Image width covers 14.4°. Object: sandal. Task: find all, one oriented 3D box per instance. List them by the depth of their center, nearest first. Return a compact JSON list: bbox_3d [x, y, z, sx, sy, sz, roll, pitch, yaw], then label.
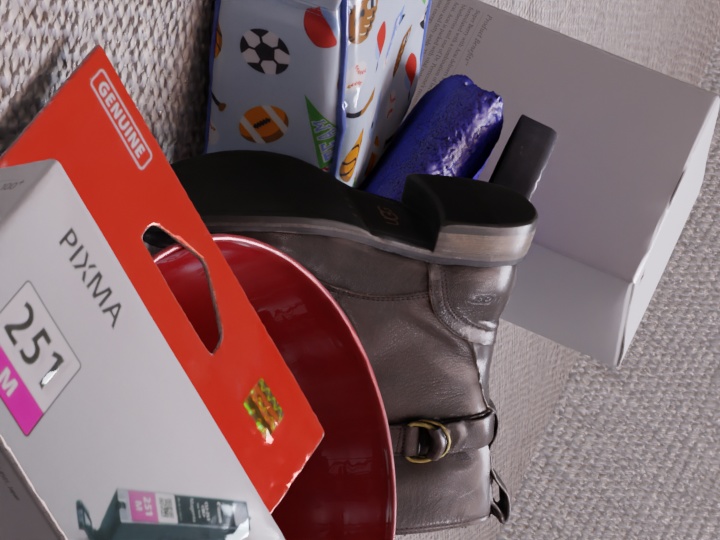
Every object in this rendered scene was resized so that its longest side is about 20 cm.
[{"bbox_3d":[0.035,0.011,1.367,0.076,0.043,0.201,-68,-178,-70],"label":"sandal"}]

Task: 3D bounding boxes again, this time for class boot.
[{"bbox_3d":[-0.016,0.043,1.263,0.069,0.199,0.175,-105,-156,-63],"label":"boot"}]

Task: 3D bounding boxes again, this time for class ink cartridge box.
[{"bbox_3d":[-0.080,0.042,1.047,0.174,0.043,0.200,-54,125,-40],"label":"ink cartridge box"}]

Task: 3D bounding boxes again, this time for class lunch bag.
[{"bbox_3d":[-0.012,-0.119,1.302,0.160,0.075,0.200,-61,167,-45],"label":"lunch bag"}]

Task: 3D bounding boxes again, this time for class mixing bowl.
[{"bbox_3d":[-0.087,0.089,1.151,0.200,0.108,0.201,10,78,-51],"label":"mixing bowl"}]

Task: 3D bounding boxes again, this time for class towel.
[{"bbox_3d":[0.000,0.000,1.371,0.200,0.049,0.148,-54,-176,-3],"label":"towel"}]

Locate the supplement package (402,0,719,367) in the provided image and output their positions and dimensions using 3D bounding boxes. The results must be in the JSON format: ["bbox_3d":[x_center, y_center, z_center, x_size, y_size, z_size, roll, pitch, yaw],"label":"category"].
[{"bbox_3d":[0.073,-0.055,1.514,0.120,0.199,0.122,89,27,-66],"label":"supplement package"}]
